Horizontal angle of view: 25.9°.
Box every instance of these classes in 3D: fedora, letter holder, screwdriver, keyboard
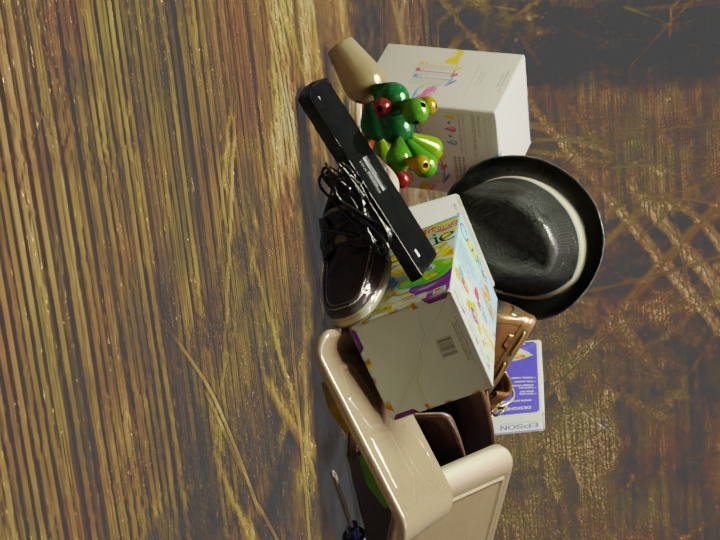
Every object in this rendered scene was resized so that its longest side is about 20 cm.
[{"bbox_3d":[0.168,-0.040,1.744,0.092,0.200,0.201,8,78,-68],"label":"fedora"},{"bbox_3d":[0.070,0.208,1.644,0.200,0.142,0.101,79,11,-48],"label":"letter holder"},{"bbox_3d":[-0.007,0.227,1.439,0.200,0.029,0.028,85,4,-57],"label":"screwdriver"},{"bbox_3d":[-0.005,-0.076,1.419,0.200,0.040,0.104,57,21,-4],"label":"keyboard"}]

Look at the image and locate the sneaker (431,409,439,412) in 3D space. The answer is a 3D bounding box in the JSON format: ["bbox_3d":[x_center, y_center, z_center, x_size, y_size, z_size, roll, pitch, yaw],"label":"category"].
[{"bbox_3d":[0.088,0.149,1.684,0.200,0.066,0.078,61,-5,-26],"label":"sneaker"}]

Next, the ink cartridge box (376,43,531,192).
[{"bbox_3d":[0.089,-0.180,1.870,0.125,0.199,0.129,-62,151,-44],"label":"ink cartridge box"}]

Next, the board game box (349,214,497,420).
[{"bbox_3d":[0.064,0.041,1.505,0.200,0.103,0.105,-74,142,-67],"label":"board game box"}]

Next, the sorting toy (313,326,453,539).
[{"bbox_3d":[0.018,0.149,1.458,0.200,0.036,0.185,67,15,6],"label":"sorting toy"}]

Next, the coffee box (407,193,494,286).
[{"bbox_3d":[0.075,0.013,1.742,0.200,0.080,0.113,109,-37,-66],"label":"coffee box"}]

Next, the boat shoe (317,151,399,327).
[{"bbox_3d":[-0.009,-0.037,1.461,0.065,0.072,0.200,52,37,-38],"label":"boat shoe"}]

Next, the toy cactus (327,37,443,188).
[{"bbox_3d":[0.017,-0.158,1.608,0.165,0.102,0.200,56,-3,4],"label":"toy cactus"}]

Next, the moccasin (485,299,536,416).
[{"bbox_3d":[0.142,0.127,1.762,0.074,0.078,0.202,-74,-176,-68],"label":"moccasin"}]

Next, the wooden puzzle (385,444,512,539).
[{"bbox_3d":[0.075,0.287,1.603,0.185,0.037,0.201,-15,121,-46],"label":"wooden puzzle"}]

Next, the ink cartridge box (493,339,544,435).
[{"bbox_3d":[0.126,0.161,1.915,0.200,0.198,0.043,-80,162,-61],"label":"ink cartridge box"}]

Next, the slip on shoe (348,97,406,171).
[{"bbox_3d":[0.024,-0.105,1.777,0.074,0.061,0.201,-80,166,-69],"label":"slip on shoe"}]
